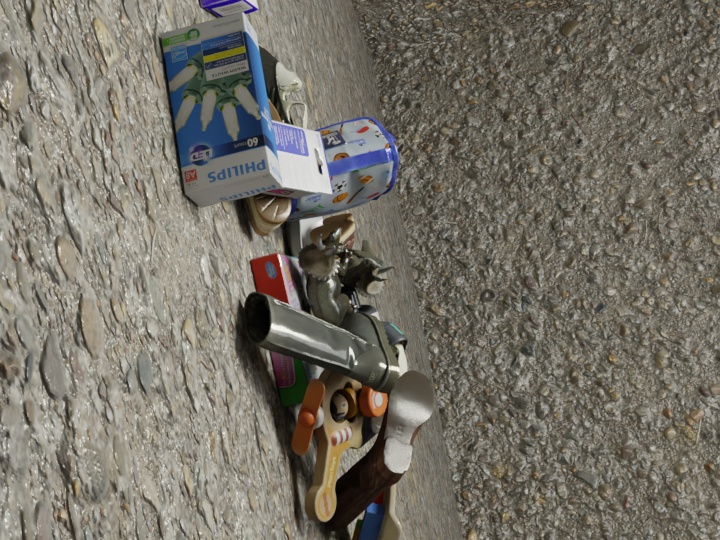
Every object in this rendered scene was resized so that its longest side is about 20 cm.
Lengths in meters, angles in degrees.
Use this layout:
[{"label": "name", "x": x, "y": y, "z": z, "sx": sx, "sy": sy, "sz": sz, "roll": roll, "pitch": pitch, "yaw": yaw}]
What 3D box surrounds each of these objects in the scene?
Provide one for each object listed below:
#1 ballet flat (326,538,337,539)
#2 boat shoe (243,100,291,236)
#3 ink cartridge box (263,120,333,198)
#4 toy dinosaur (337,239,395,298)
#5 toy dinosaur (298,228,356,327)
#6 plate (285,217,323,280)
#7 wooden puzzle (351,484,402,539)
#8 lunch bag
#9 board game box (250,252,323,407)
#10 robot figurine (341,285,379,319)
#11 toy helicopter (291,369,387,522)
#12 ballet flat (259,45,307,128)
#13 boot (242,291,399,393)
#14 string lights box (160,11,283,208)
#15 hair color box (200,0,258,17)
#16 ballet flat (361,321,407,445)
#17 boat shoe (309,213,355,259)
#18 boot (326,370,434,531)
[{"label": "ballet flat", "x": -0.026, "y": 0.371, "z": 1.303, "sx": 0.200, "sy": 0.071, "sz": 0.069, "roll": 53, "pitch": 24, "yaw": -72}, {"label": "boat shoe", "x": -0.143, "y": -0.145, "z": 1.403, "sx": 0.065, "sy": 0.071, "sz": 0.201, "roll": 136, "pitch": -49, "yaw": -56}, {"label": "ink cartridge box", "x": -0.117, "y": -0.148, "z": 1.334, "sx": 0.200, "sy": 0.037, "sz": 0.095, "roll": 4, "pitch": 70, "yaw": -49}, {"label": "toy dinosaur", "x": 0.000, "y": 0.000, "z": 1.567, "sx": 0.077, "sy": 0.102, "sz": 0.200, "roll": -63, "pitch": 175, "yaw": 7}, {"label": "toy dinosaur", "x": -0.047, "y": 0.031, "z": 1.441, "sx": 0.102, "sy": 0.077, "sz": 0.201, "roll": -43, "pitch": 132, "yaw": -62}, {"label": "plate", "x": -0.090, "y": -0.053, "z": 1.706, "sx": 0.200, "sy": 0.032, "sz": 0.200, "roll": 66, "pitch": 13, "yaw": -57}, {"label": "wooden puzzle", "x": 0.014, "y": 0.380, "z": 1.469, "sx": 0.200, "sy": 0.046, "sz": 0.186, "roll": -94, "pitch": -163, "yaw": -71}, {"label": "lunch bag", "x": -0.044, "y": -0.148, "z": 1.508, "sx": 0.200, "sy": 0.170, "sz": 0.124, "roll": 177, "pitch": -103, "yaw": -79}, {"label": "board game box", "x": -0.094, "y": 0.080, "z": 1.420, "sx": 0.153, "sy": 0.040, "sz": 0.201, "roll": 17, "pitch": 60, "yaw": -81}, {"label": "robot figurine", "x": -0.022, "y": 0.128, "z": 1.573, "sx": 0.150, "sy": 0.125, "sz": 0.201, "roll": -24, "pitch": 103, "yaw": -44}, {"label": "toy helicopter", "x": -0.042, "y": 0.218, "z": 1.313, "sx": 0.132, "sy": 0.079, "sz": 0.201, "roll": 34, "pitch": 60, "yaw": -51}, {"label": "ballet flat", "x": -0.126, "y": -0.281, "z": 1.702, "sx": 0.068, "sy": 0.068, "sz": 0.201, "roll": -10, "pitch": 86, "yaw": -82}, {"label": "boot", "x": -0.060, "y": 0.077, "z": 1.303, "sx": 0.073, "sy": 0.200, "sz": 0.182, "roll": -67, "pitch": -155, "yaw": 11}, {"label": "string lights box", "x": -0.158, "y": -0.182, "z": 1.171, "sx": 0.059, "sy": 0.102, "sz": 0.201, "roll": 53, "pitch": 24, "yaw": -73}, {"label": "hair color box", "x": -0.207, "y": -0.468, "z": 1.455, "sx": 0.109, "sy": 0.065, "sz": 0.201, "roll": -29, "pitch": 107, "yaw": -81}, {"label": "ballet flat", "x": 0.030, "y": 0.173, "z": 1.475, "sx": 0.073, "sy": 0.073, "sz": 0.201, "roll": -69, "pitch": 171, "yaw": -76}, {"label": "boat shoe", "x": -0.038, "y": -0.044, "z": 1.703, "sx": 0.200, "sy": 0.072, "sz": 0.072, "roll": -79, "pitch": 158, "yaw": -77}, {"label": "boot", "x": 0.020, "y": 0.253, "z": 1.430, "sx": 0.200, "sy": 0.064, "sz": 0.187, "roll": -56, "pitch": -174, "yaw": 45}]
